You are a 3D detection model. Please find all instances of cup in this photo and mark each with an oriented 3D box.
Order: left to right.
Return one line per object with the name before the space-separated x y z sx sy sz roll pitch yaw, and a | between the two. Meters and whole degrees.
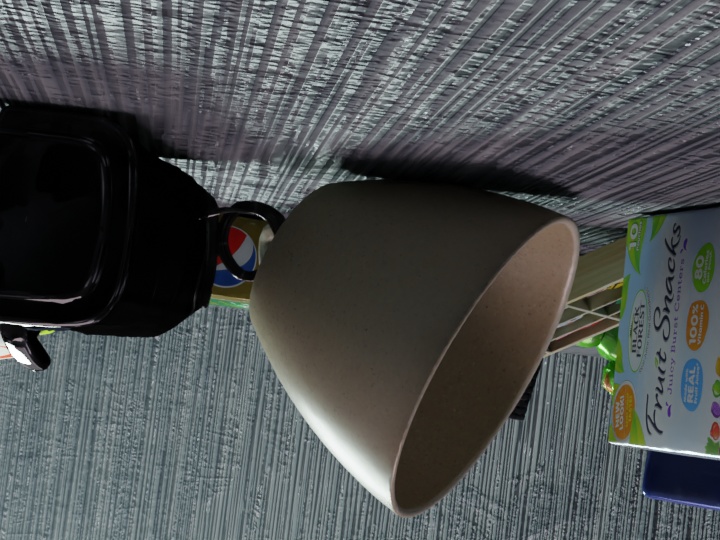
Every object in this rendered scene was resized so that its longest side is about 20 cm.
cup | 0.019 0.024 1.105 0.143 0.201 0.200 31 -176 19

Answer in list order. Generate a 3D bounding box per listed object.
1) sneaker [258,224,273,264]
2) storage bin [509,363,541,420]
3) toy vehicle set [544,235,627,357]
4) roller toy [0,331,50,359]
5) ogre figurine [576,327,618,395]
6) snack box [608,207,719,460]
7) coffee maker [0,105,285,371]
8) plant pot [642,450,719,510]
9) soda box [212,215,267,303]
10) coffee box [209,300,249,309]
sneaker | 0.000 0.000 1.357 0.199 0.082 0.088 3 176 43
storage bin | 0.073 0.067 1.806 0.199 0.094 0.135 16 -176 -5
toy vehicle set | 0.136 0.031 1.321 0.199 0.027 0.124 -25 161 25
roller toy | -0.486 0.031 2.274 0.182 0.140 0.200 -6 169 23
ogre figurine | 0.245 0.059 1.709 0.200 0.098 0.120 40 -173 -4
snack box | 0.210 0.037 1.058 0.053 0.143 0.200 8 176 -17
coffee maker | -0.151 -0.029 1.074 0.191 0.135 0.200 -18 175 3
plant pot | 0.326 0.087 1.301 0.199 0.181 0.200 4 175 26
soda box | -0.080 -0.006 1.511 0.199 0.068 0.064 8 176 -11
coffee box | -0.105 0.024 2.165 0.199 0.044 0.123 6 175 14
